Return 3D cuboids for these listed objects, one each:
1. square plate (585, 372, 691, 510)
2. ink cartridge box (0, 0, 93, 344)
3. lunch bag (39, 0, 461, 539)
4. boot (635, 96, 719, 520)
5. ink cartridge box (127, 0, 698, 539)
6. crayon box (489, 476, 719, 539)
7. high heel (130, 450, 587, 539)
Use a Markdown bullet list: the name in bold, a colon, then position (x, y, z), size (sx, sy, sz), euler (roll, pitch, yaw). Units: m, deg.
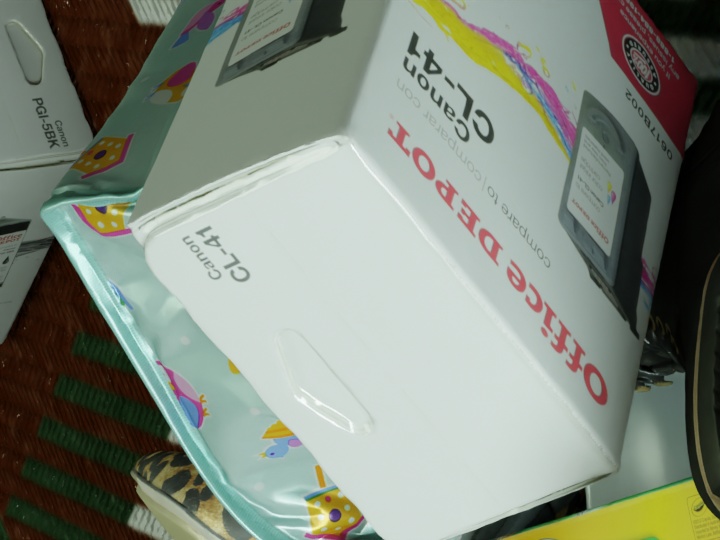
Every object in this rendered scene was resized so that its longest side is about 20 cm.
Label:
- **square plate**: position (0.147, 0.092, 0.979), size (0.200, 0.028, 0.198), euler (6, 102, 60)
- **ink cartridge box**: position (-0.234, -0.064, 1.546), size (0.147, 0.083, 0.200), euler (67, 148, 25)
- **lunch bag**: position (0.000, 0.000, 0.980), size (0.122, 0.170, 0.200), euler (-19, 115, 30)
- **boot**: position (0.113, 0.028, 0.889), size (0.138, 0.077, 0.200), euler (-43, 19, 44)
- **ink cartridge box**: position (0.025, -0.037, 0.851), size (0.086, 0.148, 0.200), euler (-25, 30, 30)
- **crayon box**: position (0.119, 0.134, 0.951), size (0.200, 0.058, 0.119), euler (-27, 74, 59)
- **high heel**: position (0.001, 0.080, 1.121), size (0.200, 0.143, 0.071), euler (24, 156, 45)
